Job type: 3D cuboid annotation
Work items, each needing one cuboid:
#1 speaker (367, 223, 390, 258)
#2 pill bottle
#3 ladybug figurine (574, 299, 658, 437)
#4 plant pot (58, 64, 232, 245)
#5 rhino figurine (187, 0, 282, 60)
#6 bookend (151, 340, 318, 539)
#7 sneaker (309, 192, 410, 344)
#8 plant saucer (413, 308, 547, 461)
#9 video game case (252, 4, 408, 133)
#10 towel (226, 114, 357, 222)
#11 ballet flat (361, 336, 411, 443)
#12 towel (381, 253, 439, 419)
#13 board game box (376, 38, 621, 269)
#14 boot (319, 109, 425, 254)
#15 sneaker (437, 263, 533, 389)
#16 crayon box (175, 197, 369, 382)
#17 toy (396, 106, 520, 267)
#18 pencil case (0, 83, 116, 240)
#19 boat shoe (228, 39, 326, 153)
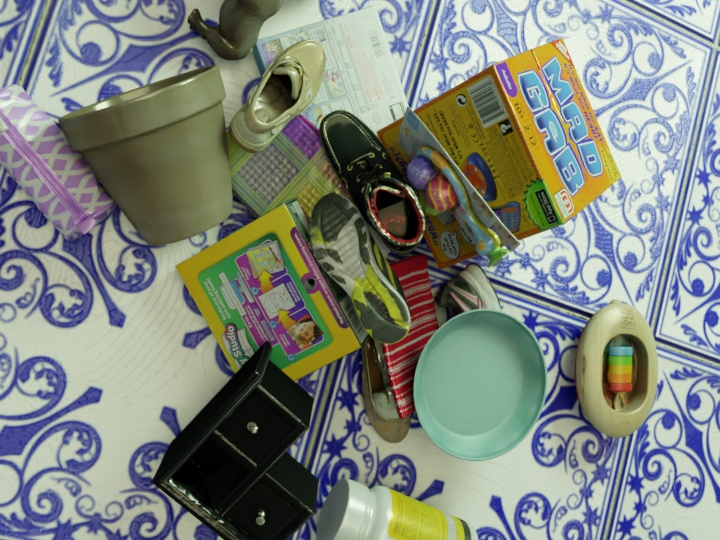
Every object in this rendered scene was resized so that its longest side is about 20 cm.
[{"bbox_3d":[0.005,-0.044,1.056,0.081,0.081,0.202,32,79,-13],"label":"speaker"},{"bbox_3d":[0.048,0.358,1.034,0.198,0.114,0.116,27,80,-14],"label":"pill bottle"},{"bbox_3d":[0.378,0.145,1.168,0.133,0.072,0.204,6,86,-16],"label":"ladybug figurine"},{"bbox_3d":[-0.236,-0.134,0.943,0.198,0.200,0.176,-25,111,-16],"label":"plant pot"},{"bbox_3d":[-0.143,-0.348,0.975,0.087,0.200,0.060,38,39,-11],"label":"rhino figurine"},{"bbox_3d":[-0.113,0.235,0.960,0.200,0.092,0.199,42,104,-11],"label":"bookend"},{"bbox_3d":[0.000,0.000,0.963,0.074,0.085,0.202,-27,82,9],"label":"sneaker"},{"bbox_3d":[0.157,0.151,1.046,0.196,0.036,0.204,-1,93,-18],"label":"plant saucer"},{"bbox_3d":[-0.033,-0.239,1.070,0.179,0.045,0.203,-20,94,-16],"label":"video game case"},{"bbox_3d":[-0.093,-0.123,1.022,0.200,0.023,0.144,43,94,-1],"label":"towel"},{"bbox_3d":[0.033,0.142,1.063,0.067,0.067,0.204,-14,92,-13],"label":"ballet flat"},{"bbox_3d":[0.071,0.084,1.059,0.144,0.022,0.204,-13,91,-55],"label":"towel"},{"bbox_3d":[0.183,-0.152,1.019,0.199,0.198,0.203,-32,98,-46],"label":"board game box"},{"bbox_3d":[0.016,-0.113,0.932,0.073,0.154,0.205,-31,91,1],"label":"boot"},{"bbox_3d":[0.175,0.097,1.116,0.085,0.080,0.202,-30,88,-4],"label":"sneaker"},{"bbox_3d":[-0.111,0.039,0.988,0.171,0.058,0.202,-27,96,17],"label":"crayon box"},{"bbox_3d":[0.098,-0.085,0.916,0.047,0.115,0.201,-40,84,-11],"label":"toy"},{"bbox_3d":[-0.383,-0.131,0.937,0.084,0.085,0.201,-42,100,-13],"label":"pencil case"},{"bbox_3d":[-0.091,-0.230,0.969,0.072,0.065,0.201,41,54,-11],"label":"boat shoe"}]
